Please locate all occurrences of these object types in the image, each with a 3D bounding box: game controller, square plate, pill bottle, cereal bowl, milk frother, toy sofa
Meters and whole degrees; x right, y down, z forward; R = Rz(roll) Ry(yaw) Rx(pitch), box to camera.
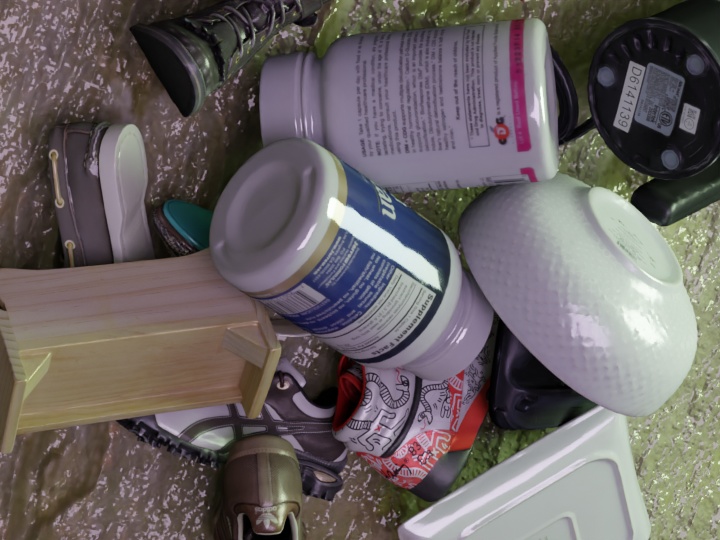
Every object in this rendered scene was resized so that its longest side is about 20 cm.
[{"bbox_3d":[0.154,0.066,1.790,0.200,0.042,0.105,3,88,-57],"label":"game controller"},{"bbox_3d":[0.134,0.205,1.828,0.197,0.028,0.201,-31,141,-10],"label":"square plate"},{"bbox_3d":[0.000,0.000,1.646,0.200,0.111,0.111,33,92,-39],"label":"pill bottle"},{"bbox_3d":[0.169,0.002,1.706,0.200,0.201,0.083,35,115,-24],"label":"cereal bowl"},{"bbox_3d":[0.035,-0.112,1.675,0.198,0.113,0.114,-4,108,9],"label":"pill bottle"},{"bbox_3d":[0.219,-0.155,1.763,0.188,0.200,0.181,-28,155,-48],"label":"milk frother"},{"bbox_3d":[-0.162,0.053,1.636,0.199,0.098,0.083,-7,142,-23],"label":"toy sofa"}]

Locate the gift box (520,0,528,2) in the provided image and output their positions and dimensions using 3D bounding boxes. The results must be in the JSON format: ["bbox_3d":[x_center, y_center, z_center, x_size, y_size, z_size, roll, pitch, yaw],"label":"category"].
[{"bbox_3d":[0.157,-0.289,1.627,0.186,0.185,0.201,-22,114,-2],"label":"gift box"}]

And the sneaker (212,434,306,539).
[{"bbox_3d":[-0.074,0.198,1.726,0.070,0.076,0.201,-3,145,0],"label":"sneaker"}]

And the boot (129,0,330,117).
[{"bbox_3d":[-0.066,-0.180,1.618,0.173,0.200,0.070,-32,99,-2],"label":"boot"}]

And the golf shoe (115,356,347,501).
[{"bbox_3d":[-0.093,0.101,1.747,0.199,0.078,0.095,20,87,-33],"label":"golf shoe"}]

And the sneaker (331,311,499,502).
[{"bbox_3d":[0.052,0.059,1.765,0.108,0.067,0.202,31,70,-16],"label":"sneaker"}]

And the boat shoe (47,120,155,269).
[{"bbox_3d":[-0.183,-0.012,1.685,0.060,0.072,0.203,7,119,15],"label":"boat shoe"}]

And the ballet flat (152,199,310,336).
[{"bbox_3d":[-0.072,0.012,1.736,0.199,0.068,0.076,17,124,-25],"label":"ballet flat"}]
